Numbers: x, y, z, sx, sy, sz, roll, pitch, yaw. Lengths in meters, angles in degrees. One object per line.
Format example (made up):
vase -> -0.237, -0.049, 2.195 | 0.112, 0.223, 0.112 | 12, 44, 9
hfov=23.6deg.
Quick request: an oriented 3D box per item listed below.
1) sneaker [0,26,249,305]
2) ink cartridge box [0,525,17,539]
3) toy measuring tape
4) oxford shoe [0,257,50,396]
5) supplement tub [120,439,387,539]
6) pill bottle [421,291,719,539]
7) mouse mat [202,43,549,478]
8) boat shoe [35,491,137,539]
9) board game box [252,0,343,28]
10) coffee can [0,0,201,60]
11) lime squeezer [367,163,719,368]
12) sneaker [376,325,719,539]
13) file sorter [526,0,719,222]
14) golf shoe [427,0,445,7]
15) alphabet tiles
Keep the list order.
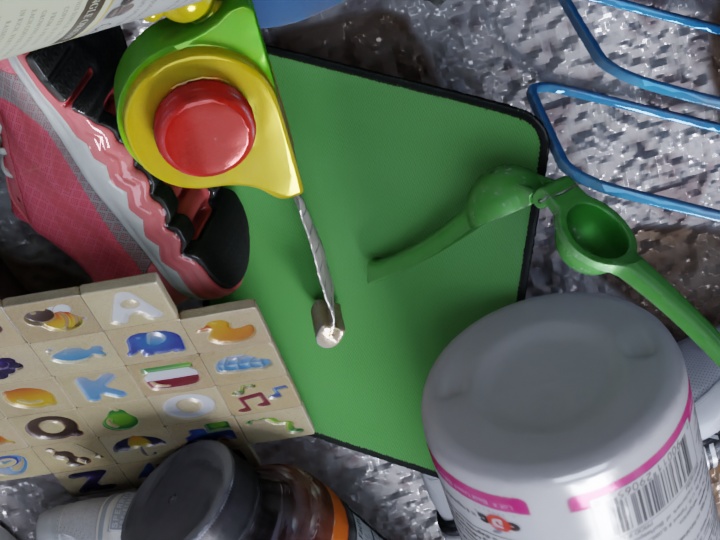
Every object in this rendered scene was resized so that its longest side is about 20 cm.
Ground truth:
sneaker -> -0.135, -0.057, 0.762 | 0.087, 0.074, 0.200 | -23, 112, 27
ink cartridge box -> -0.225, 0.217, 0.813 | 0.148, 0.200, 0.086 | -37, 115, 12
toy measuring tape -> -0.060, -0.042, 0.741 | 0.073, 0.074, 0.200 | -15, 127, 0
oxford shoe -> -0.194, -0.019, 0.774 | 0.073, 0.071, 0.200 | -44, 113, 10
supplement tub -> -0.028, 0.168, 0.859 | 0.107, 0.107, 0.200 | -38, 121, 12
pill bottle -> 0.104, 0.117, 0.772 | 0.113, 0.113, 0.200 | -18, 128, 2
mouse mat -> 0.000, 0.000, 0.795 | 0.161, 0.008, 0.200 | 16, 121, 18
boat shoe -> -0.120, 0.203, 0.899 | 0.068, 0.072, 0.200 | -3, 126, 18
board game box -> -0.060, -0.199, 0.705 | 0.158, 0.039, 0.200 | 1, 118, 21
coffee can -> -0.114, -0.148, 0.582 | 0.200, 0.146, 0.147 | -25, 125, -38
lime squeezer -> 0.078, -0.004, 0.707 | 0.038, 0.200, 0.071 | -3, 106, -51
sneaker -> 0.107, 0.058, 0.848 | 0.200, 0.075, 0.115 | -30, 119, 11
file sorter -> 0.162, -0.131, 0.728 | 0.123, 0.139, 0.200 | 13, 114, -11
golf shoe -> 0.028, -0.213, 0.709 | 0.094, 0.078, 0.200 | 10, 106, -6
alphabet tiles -> -0.115, 0.058, 0.791 | 0.166, 0.006, 0.200 | -9, 150, 6
